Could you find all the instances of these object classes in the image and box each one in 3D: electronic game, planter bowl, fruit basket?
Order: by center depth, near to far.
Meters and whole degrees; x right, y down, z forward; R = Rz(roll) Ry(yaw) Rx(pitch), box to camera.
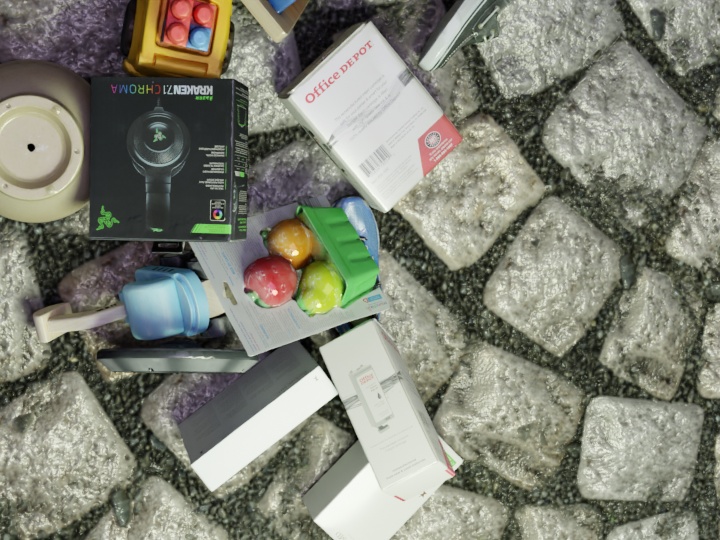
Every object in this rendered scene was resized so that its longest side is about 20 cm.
[{"bbox_3d":[-0.391,-0.151,1.345,0.198,0.135,0.202,-2,99,-14],"label":"planter bowl"},{"bbox_3d":[-0.088,0.005,1.392,0.199,0.094,0.186,-22,63,-22],"label":"fruit basket"},{"bbox_3d":[-0.225,0.107,1.398,0.198,0.200,0.042,2,83,-15],"label":"electronic game"}]

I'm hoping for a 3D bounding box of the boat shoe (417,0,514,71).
[{"bbox_3d":[0.157,-0.332,1.487,0.071,0.072,0.200,40,86,-13],"label":"boat shoe"}]

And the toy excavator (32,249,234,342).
[{"bbox_3d":[-0.284,0.045,1.414,0.199,0.194,0.101,-19,106,-39],"label":"toy excavator"}]

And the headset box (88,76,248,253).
[{"bbox_3d":[-0.224,-0.122,1.330,0.172,0.093,0.202,2,93,6],"label":"headset box"}]

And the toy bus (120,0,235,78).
[{"bbox_3d":[-0.205,-0.319,1.336,0.134,0.192,0.202,9,95,-14],"label":"toy bus"}]

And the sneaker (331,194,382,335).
[{"bbox_3d":[0.000,0.000,1.494,0.078,0.089,0.202,-8,99,-13],"label":"sneaker"}]

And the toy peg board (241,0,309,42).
[{"bbox_3d":[-0.111,-0.400,1.330,0.098,0.200,0.200,-35,108,21],"label":"toy peg board"}]

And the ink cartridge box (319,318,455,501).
[{"bbox_3d":[0.036,0.180,1.439,0.082,0.147,0.201,-27,69,5],"label":"ink cartridge box"}]

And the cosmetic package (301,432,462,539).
[{"bbox_3d":[0.029,0.289,1.553,0.108,0.085,0.200,44,85,-18],"label":"cosmetic package"}]

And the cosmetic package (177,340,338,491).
[{"bbox_3d":[-0.136,0.180,1.457,0.199,0.151,0.052,-37,106,-5],"label":"cosmetic package"}]

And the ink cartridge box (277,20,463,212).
[{"bbox_3d":[0.011,-0.199,1.466,0.147,0.083,0.200,-43,107,-5],"label":"ink cartridge box"}]
